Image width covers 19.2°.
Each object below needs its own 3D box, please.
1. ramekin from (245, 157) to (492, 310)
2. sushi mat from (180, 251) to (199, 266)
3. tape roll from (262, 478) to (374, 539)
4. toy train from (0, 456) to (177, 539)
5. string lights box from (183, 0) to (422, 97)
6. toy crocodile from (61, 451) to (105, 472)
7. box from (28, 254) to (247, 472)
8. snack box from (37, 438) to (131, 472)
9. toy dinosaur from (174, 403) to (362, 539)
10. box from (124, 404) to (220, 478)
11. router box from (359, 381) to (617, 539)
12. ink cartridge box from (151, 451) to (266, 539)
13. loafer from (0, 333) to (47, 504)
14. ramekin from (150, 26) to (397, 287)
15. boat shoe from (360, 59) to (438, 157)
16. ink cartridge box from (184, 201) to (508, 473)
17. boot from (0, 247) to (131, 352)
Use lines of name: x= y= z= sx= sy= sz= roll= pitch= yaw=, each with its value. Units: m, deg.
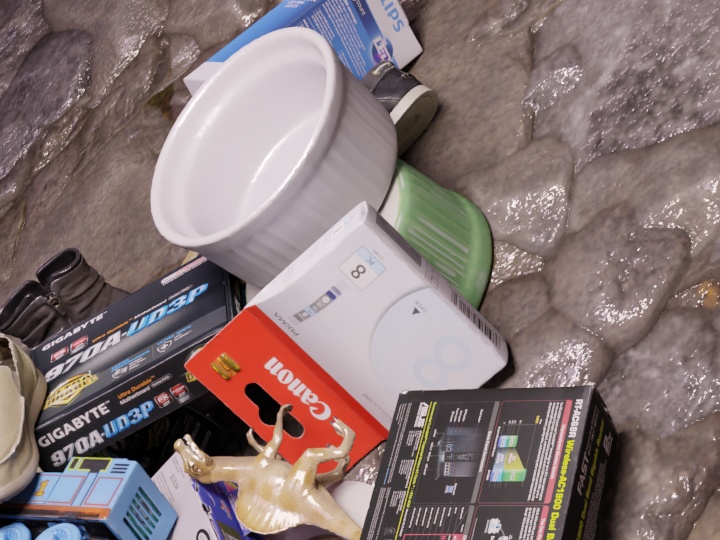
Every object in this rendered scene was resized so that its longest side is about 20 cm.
ramekin: x=0.000 y=0.000 z=1.714 sx=0.199 sy=0.098 sz=0.201 roll=-30 pitch=41 yaw=30
sushi mat: x=-0.164 y=0.015 z=1.886 sx=0.201 sy=0.012 sz=0.096 roll=-59 pitch=5 yaw=3
tape roll: x=-0.029 y=0.253 z=1.587 sx=0.202 sy=0.037 sz=0.204 roll=-31 pitch=41 yaw=31
toy train: x=-0.240 y=0.201 z=1.614 sx=0.199 sy=0.087 sz=0.115 roll=-3 pitch=44 yaw=35
string lights box: x=-0.047 y=-0.180 z=1.861 sx=0.200 sy=0.103 sz=0.059 roll=-41 pitch=28 yaw=-26
toy crocodile: x=-0.271 y=0.222 z=1.709 sx=0.200 sy=0.062 sz=0.068 roll=-49 pitch=40 yaw=6
box: x=-0.181 y=0.071 z=1.741 sx=0.199 sy=0.046 sz=0.159 roll=-29 pitch=24 yaw=8
snack box: x=-0.250 y=0.174 z=1.806 sx=0.116 sy=0.037 sz=0.200 roll=-44 pitch=38 yaw=13
toy dinosaur: x=-0.044 y=0.162 z=1.595 sx=0.199 sy=0.058 sz=0.101 roll=21 pitch=57 yaw=32
box: x=-0.219 y=0.209 z=1.829 sx=0.158 sy=0.046 sz=0.201 roll=-2 pitch=60 yaw=48
router box: x=0.082 y=0.174 z=1.444 sx=0.149 sy=0.062 sz=0.201 roll=-3 pitch=50 yaw=26
ink cartridge box: x=-0.142 y=0.235 z=1.639 sx=0.200 sy=0.076 sz=0.137 roll=-48 pitch=35 yaw=11
loafer: x=-0.290 y=0.116 z=1.642 sx=0.075 sy=0.069 sz=0.200 roll=-24 pitch=26 yaw=8
ramekin: x=-0.064 y=-0.083 z=1.689 sx=0.200 sy=0.098 sz=0.201 roll=-31 pitch=40 yaw=30
boat shoe: x=-0.023 y=-0.096 z=1.822 sx=0.068 sy=0.072 sz=0.200 roll=41 pitch=82 yaw=21
ink cartridge box: x=-0.013 y=0.069 z=1.613 sx=0.200 sy=0.160 sz=0.047 roll=-41 pitch=17 yaw=17
boot: x=-0.291 y=0.079 z=1.965 sx=0.200 sy=0.131 sz=0.070 roll=-53 pitch=35 yaw=2
